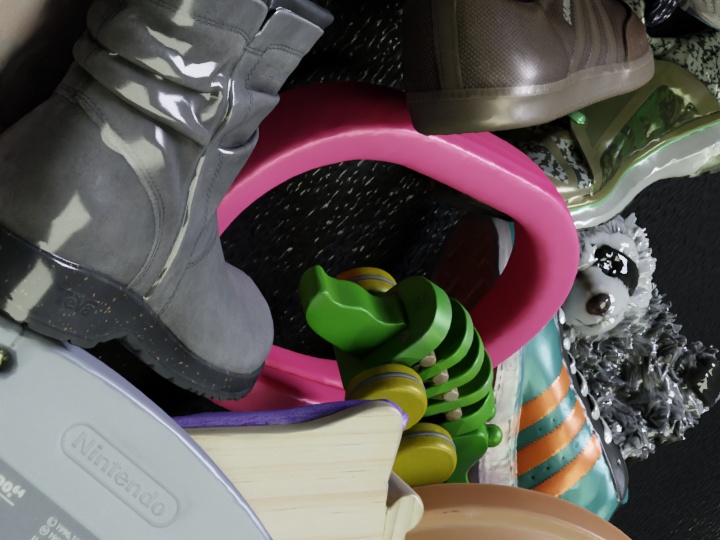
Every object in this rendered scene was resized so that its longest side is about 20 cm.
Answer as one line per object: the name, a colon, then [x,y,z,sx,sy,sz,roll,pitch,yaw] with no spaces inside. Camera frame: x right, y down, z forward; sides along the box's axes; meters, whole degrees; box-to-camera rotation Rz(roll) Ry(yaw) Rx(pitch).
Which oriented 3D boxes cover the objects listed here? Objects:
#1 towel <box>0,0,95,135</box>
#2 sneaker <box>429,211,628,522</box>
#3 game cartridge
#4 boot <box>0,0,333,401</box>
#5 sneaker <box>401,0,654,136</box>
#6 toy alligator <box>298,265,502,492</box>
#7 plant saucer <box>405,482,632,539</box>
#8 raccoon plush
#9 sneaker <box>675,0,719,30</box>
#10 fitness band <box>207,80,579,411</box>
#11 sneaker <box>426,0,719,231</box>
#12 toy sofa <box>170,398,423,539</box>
towel: [-0.129,-0.031,0.821,0.199,0.032,0.192,-28,149,-41]
sneaker: [0.075,0.070,1.170,0.079,0.071,0.202,-7,102,-28]
game cartridge: [-0.109,0.092,0.834,0.133,0.041,0.200,-50,121,-7]
boot: [-0.048,-0.034,0.845,0.132,0.070,0.200,-56,162,3]
sneaker: [0.068,-0.102,1.010,0.200,0.070,0.076,-35,122,-69]
toy alligator: [0.030,0.054,1.022,0.054,0.060,0.200,-20,139,7]
plant saucer: [0.034,0.173,1.045,0.199,0.032,0.201,-4,122,-6]
raccoon plush: [0.085,0.021,1.264,0.096,0.135,0.200,-30,-168,-23]
sneaker: [0.141,-0.148,1.044,0.078,0.086,0.200,-49,157,3]
fitness band: [0.000,0.000,1.029,0.199,0.038,0.144,22,118,-45]
sneaker: [0.099,-0.077,1.143,0.199,0.077,0.089,-24,117,-42]
toy sofa: [-0.084,0.081,0.910,0.199,0.083,0.098,-2,108,-25]
